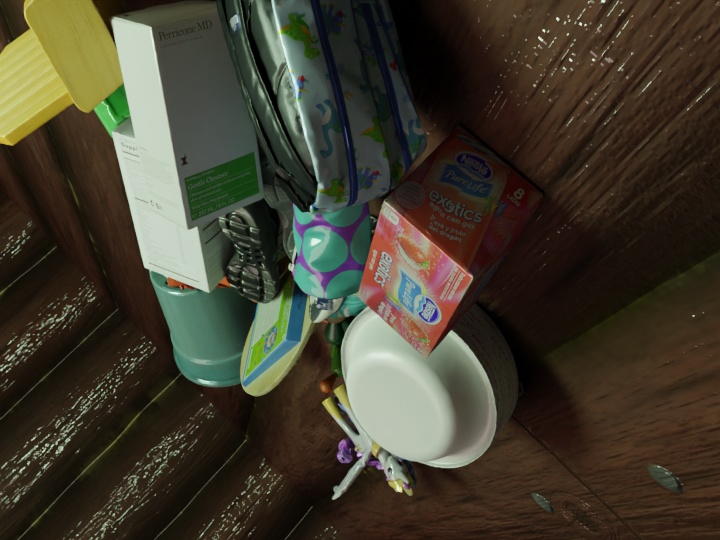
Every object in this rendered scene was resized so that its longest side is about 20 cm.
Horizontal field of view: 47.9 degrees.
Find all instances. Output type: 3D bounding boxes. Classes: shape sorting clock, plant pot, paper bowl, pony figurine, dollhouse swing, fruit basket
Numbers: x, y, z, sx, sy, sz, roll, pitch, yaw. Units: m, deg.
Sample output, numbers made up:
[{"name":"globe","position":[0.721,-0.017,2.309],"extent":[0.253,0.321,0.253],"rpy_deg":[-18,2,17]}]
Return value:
[{"name":"shape sorting clock","position":[-0.105,0.074,1.094],"extent":[0.039,0.204,0.199],"rpy_deg":[26,166,-21]},{"name":"plant pot","position":[-0.233,0.043,1.281],"extent":[0.198,0.200,0.198],"rpy_deg":[30,151,34]},{"name":"paper bowl","position":[0.064,0.123,0.884],"extent":[0.197,0.104,0.205],"rpy_deg":[18,124,29]},{"name":"pony figurine","position":[0.013,0.289,1.348],"extent":[0.202,0.164,0.193],"rpy_deg":[59,157,10]},{"name":"dollhouse swing","position":[-0.344,-0.267,0.841],"extent":[0.183,0.172,0.202],"rpy_deg":[71,179,-51]},{"name":"fruit basket","position":[-0.317,-0.253,1.072],"extent":[0.187,0.093,0.200],"rpy_deg":[58,178,-11]}]

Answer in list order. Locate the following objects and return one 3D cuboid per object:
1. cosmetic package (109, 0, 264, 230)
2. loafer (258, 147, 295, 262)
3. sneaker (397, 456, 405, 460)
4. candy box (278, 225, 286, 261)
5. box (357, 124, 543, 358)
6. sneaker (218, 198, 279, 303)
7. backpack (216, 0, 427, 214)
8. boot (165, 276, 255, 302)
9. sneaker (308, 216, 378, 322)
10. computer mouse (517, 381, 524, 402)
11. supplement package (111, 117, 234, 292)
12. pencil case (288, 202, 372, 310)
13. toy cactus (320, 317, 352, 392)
[{"name":"cosmetic package","position":[-0.172,-0.161,0.824],"extent":[0.084,0.107,0.204],"rpy_deg":[25,131,41]},{"name":"loafer","position":[-0.066,-0.075,0.951],"extent":[0.070,0.064,0.202],"rpy_deg":[-9,138,13]},{"name":"sneaker","position":[0.072,0.236,1.195],"extent":[0.075,0.088,0.200],"rpy_deg":[40,160,7]},{"name":"candy box","position":[-0.186,-0.090,1.134],"extent":[0.201,0.055,0.115],"rpy_deg":[50,159,-11]},{"name":"box","position":[0.071,-0.017,0.718],"extent":[0.094,0.103,0.201],"rpy_deg":[40,157,11]},{"name":"sneaker","position":[-0.123,-0.035,0.997],"extent":[0.074,0.080,0.202],"rpy_deg":[18,144,9]},{"name":"backpack","position":[-0.032,-0.146,0.612],"extent":[0.163,0.150,0.205],"rpy_deg":[166,98,-69]},{"name":"boot","position":[-0.207,0.001,1.116],"extent":[0.198,0.107,0.076],"rpy_deg":[33,154,22]},{"name":"sneaker","position":[0.000,0.000,0.940],"extent":[0.200,0.078,0.079],"rpy_deg":[131,137,-57]},{"name":"computer mouse","position":[0.100,0.097,0.949],"extent":[0.199,0.044,0.110],"rpy_deg":[42,160,9]},{"name":"supplement package","position":[-0.210,-0.097,0.999],"extent":[0.112,0.110,0.203],"rpy_deg":[19,134,21]},{"name":"pencil case","position":[-0.037,-0.069,0.787],"extent":[0.086,0.090,0.204],"rpy_deg":[-90,-5,-57]},{"name":"toy cactus","position":[-0.044,0.077,1.141],"extent":[0.200,0.101,0.167],"rpy_deg":[43,151,31]}]
